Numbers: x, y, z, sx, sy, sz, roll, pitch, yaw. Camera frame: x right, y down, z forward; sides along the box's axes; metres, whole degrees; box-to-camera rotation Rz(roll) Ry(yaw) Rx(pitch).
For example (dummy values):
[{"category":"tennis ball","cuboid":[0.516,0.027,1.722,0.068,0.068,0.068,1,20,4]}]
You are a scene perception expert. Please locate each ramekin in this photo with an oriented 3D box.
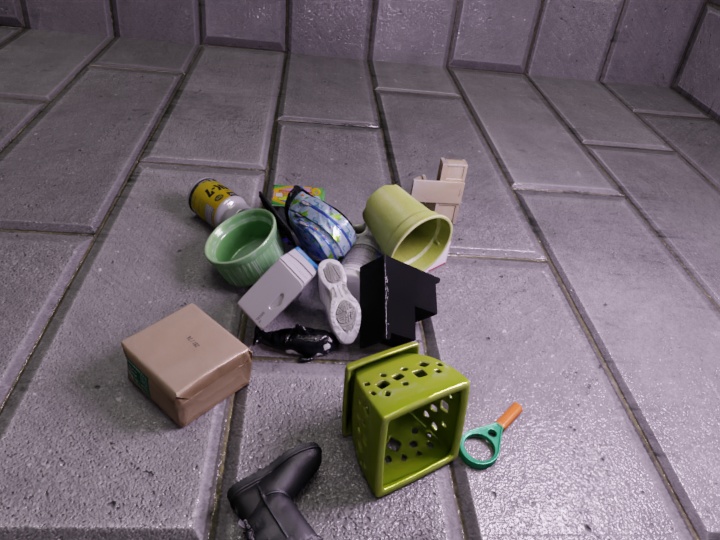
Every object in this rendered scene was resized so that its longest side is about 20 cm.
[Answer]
[{"category":"ramekin","cuboid":[-0.287,-0.054,1.515,0.195,0.099,0.203,-14,41,13]}]

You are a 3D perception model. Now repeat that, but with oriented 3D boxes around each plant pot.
[{"category":"plant pot","cuboid":[0.104,-0.115,1.518,0.197,0.203,0.185,-17,52,-30]},{"category":"plant pot","cuboid":[0.070,0.261,1.124,0.196,0.203,0.181,-14,34,-27]}]

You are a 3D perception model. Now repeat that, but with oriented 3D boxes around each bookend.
[{"category":"bookend","cuboid":[0.098,0.096,1.409,0.197,0.091,0.204,20,59,-38]}]

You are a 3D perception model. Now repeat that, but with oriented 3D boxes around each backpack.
[{"category":"backpack","cuboid":[-0.101,-0.107,1.529,0.196,0.165,0.155,18,58,23]}]

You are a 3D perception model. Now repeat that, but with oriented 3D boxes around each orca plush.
[{"category":"orca plush","cuboid":[-0.145,0.138,1.351,0.195,0.072,0.106,16,36,11]}]

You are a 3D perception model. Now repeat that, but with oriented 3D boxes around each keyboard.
[{"category":"keyboard","cuboid":[-0.203,-0.115,1.546,0.020,0.128,0.201,-35,53,-6]}]

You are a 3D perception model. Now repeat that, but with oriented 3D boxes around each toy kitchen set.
[{"category":"toy kitchen set","cuboid":[0.223,-0.281,1.877,0.159,0.204,0.182,1,36,-9]}]

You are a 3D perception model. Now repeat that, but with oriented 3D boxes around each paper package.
[{"category":"paper package","cuboid":[-0.354,0.189,1.218,0.198,0.105,0.189,32,42,28]}]

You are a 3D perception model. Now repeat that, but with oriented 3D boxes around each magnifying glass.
[{"category":"magnifying glass","cuboid":[0.271,0.331,1.211,0.079,0.023,0.198,32,44,30]}]

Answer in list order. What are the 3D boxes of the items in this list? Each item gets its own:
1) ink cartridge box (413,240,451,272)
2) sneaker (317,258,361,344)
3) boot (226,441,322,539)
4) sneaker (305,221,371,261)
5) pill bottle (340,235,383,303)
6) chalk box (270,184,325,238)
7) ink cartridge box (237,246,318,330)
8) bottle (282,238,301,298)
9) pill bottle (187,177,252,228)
[{"category":"ink cartridge box","cuboid":[0.134,-0.082,1.690,0.143,0.086,0.199,-23,47,-35]},{"category":"sneaker","cuboid":[-0.052,0.081,1.396,0.076,0.100,0.204,-9,70,-16]},{"category":"boot","cuboid":[-0.117,0.399,1.000,0.195,0.075,0.162,-23,43,-25]},{"category":"sneaker","cuboid":[-0.061,-0.088,1.645,0.195,0.101,0.075,-15,45,-15]},{"category":"pill bottle","cuboid":[0.000,0.000,1.530,0.111,0.116,0.201,14,36,9]},{"category":"chalk box","cuboid":[-0.159,-0.157,1.709,0.194,0.127,0.125,4,36,-7]},{"category":"ink cartridge box","cuboid":[-0.180,0.035,1.350,0.084,0.145,0.200,44,10,-3]},{"category":"bottle","cuboid":[-0.184,-0.005,1.544,0.081,0.067,0.202,-2,37,-12]},{"category":"pill bottle","cuboid":[-0.395,-0.177,1.701,0.198,0.116,0.113,32,42,30]}]
